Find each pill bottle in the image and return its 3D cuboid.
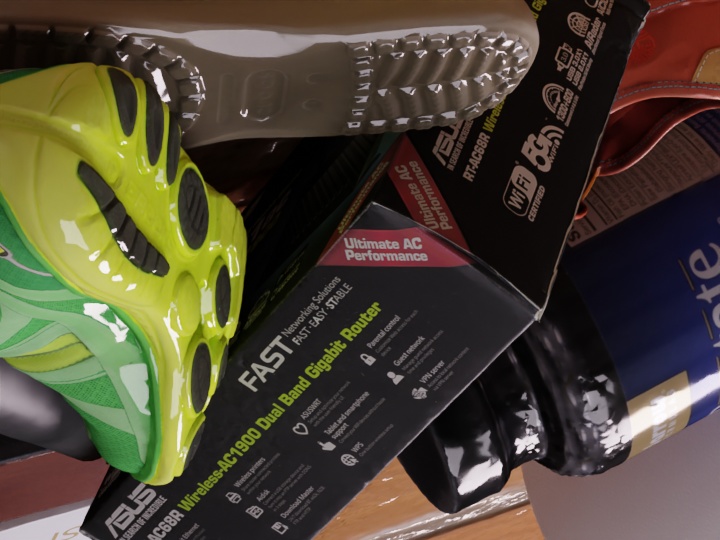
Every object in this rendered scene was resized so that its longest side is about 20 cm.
[{"bbox_3d":[0.099,0.008,1.112,0.200,0.112,0.112,-28,162,-12],"label":"pill bottle"}]

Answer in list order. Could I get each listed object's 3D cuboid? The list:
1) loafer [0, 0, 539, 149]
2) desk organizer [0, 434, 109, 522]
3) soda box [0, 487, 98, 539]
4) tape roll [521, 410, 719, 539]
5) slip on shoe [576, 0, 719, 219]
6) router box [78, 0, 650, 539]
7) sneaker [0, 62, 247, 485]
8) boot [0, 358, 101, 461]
[{"bbox_3d":[-0.052,-0.074,0.827,0.200,0.068,0.076,-1,148,-14],"label":"loafer"},{"bbox_3d":[-0.161,0.054,1.019,0.200,0.072,0.077,-14,160,-28],"label":"desk organizer"},{"bbox_3d":[-0.085,0.062,1.132,0.200,0.068,0.064,-14,158,-27],"label":"soda box"},{"bbox_3d":[0.186,0.068,1.267,0.202,0.203,0.139,-8,154,-39],"label":"tape roll"},{"bbox_3d":[0.051,-0.040,1.037,0.200,0.061,0.074,-31,162,26],"label":"slip on shoe"},{"bbox_3d":[0.000,0.000,0.947,0.200,0.062,0.150,-47,-167,42],"label":"router box"},{"bbox_3d":[-0.082,-0.004,0.817,0.083,0.074,0.200,11,155,14],"label":"sneaker"},{"bbox_3d":[-0.139,0.034,0.886,0.066,0.165,0.200,11,177,26],"label":"boot"}]
